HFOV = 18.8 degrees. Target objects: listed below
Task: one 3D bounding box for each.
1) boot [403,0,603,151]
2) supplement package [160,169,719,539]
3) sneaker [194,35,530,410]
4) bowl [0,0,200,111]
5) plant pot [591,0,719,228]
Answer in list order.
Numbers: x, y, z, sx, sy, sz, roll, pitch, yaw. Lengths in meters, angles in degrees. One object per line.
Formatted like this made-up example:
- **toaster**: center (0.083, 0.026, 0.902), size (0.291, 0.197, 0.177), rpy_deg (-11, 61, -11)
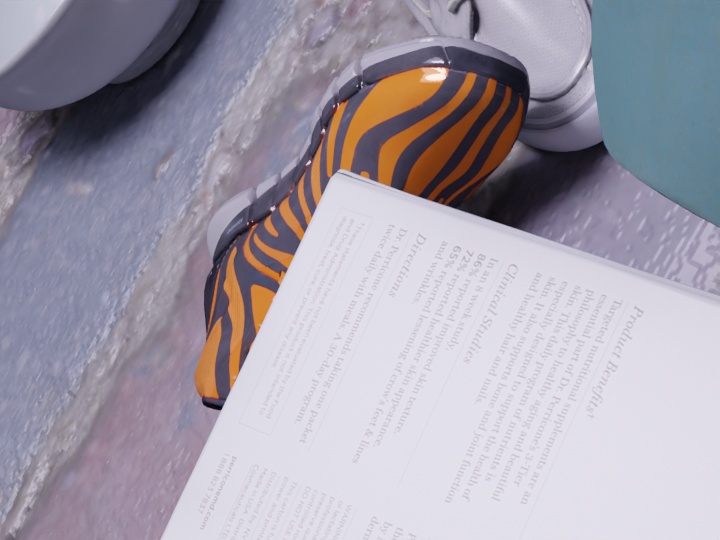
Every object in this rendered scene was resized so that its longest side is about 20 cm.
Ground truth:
- **boot**: center (0.033, -0.119, 0.862), size (0.074, 0.096, 0.200), rpy_deg (-54, 35, 9)
- **supplement package**: center (0.073, 0.092, 0.562), size (0.200, 0.151, 0.152), rpy_deg (20, 81, 34)
- **sneaker**: center (0.000, 0.000, 0.830), size (0.200, 0.078, 0.112), rpy_deg (-45, 33, 49)
- **bowl**: center (-0.140, -0.158, 1.111), size (0.201, 0.090, 0.201), rpy_deg (-32, 43, 35)
- **plant pot**: center (0.156, -0.081, 0.606), size (0.201, 0.201, 0.161), rpy_deg (44, 114, 54)
